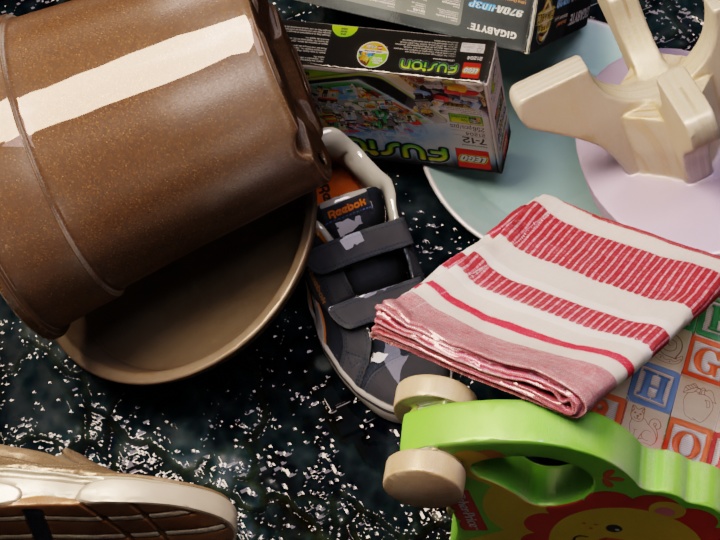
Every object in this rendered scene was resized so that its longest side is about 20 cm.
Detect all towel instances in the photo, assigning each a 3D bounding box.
[{"bbox_3d":[0.117,0.014,1.253,0.143,0.023,0.200,21,34,28],"label":"towel"}]

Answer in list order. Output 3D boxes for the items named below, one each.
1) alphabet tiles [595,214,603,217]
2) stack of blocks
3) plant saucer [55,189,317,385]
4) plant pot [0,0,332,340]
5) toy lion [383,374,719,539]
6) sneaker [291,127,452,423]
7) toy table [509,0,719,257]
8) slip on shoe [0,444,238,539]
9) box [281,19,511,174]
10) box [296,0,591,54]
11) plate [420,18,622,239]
[{"bbox_3d":[0.203,0.037,1.383,0.165,0.006,0.202,12,66,-3],"label":"alphabet tiles"},{"bbox_3d":[0.205,0.078,1.330,0.198,0.059,0.116,19,66,0],"label":"stack of blocks"},{"bbox_3d":[-0.113,-0.015,1.367,0.199,0.029,0.202,-13,58,21],"label":"plant saucer"},{"bbox_3d":[-0.132,-0.086,1.290,0.197,0.200,0.202,-20,61,7],"label":"plant pot"},{"bbox_3d":[0.128,0.134,1.240,0.190,0.200,0.069,-2,56,18],"label":"toy lion"},{"bbox_3d":[0.000,0.000,1.375,0.078,0.080,0.201,-21,65,-14],"label":"sneaker"},{"bbox_3d":[0.194,-0.106,1.353,0.183,0.118,0.200,-33,44,-7],"label":"toy table"},{"bbox_3d":[-0.172,0.136,1.299,0.198,0.076,0.061,-1,48,4],"label":"slip on shoe"},{"bbox_3d":[-0.005,-0.116,1.402,0.198,0.110,0.035,7,63,14],"label":"box"},{"bbox_3d":[0.044,-0.196,1.436,0.198,0.046,0.159,14,17,16],"label":"box"},{"bbox_3d":[0.136,-0.086,1.458,0.198,0.026,0.202,1,61,-2],"label":"plate"}]
